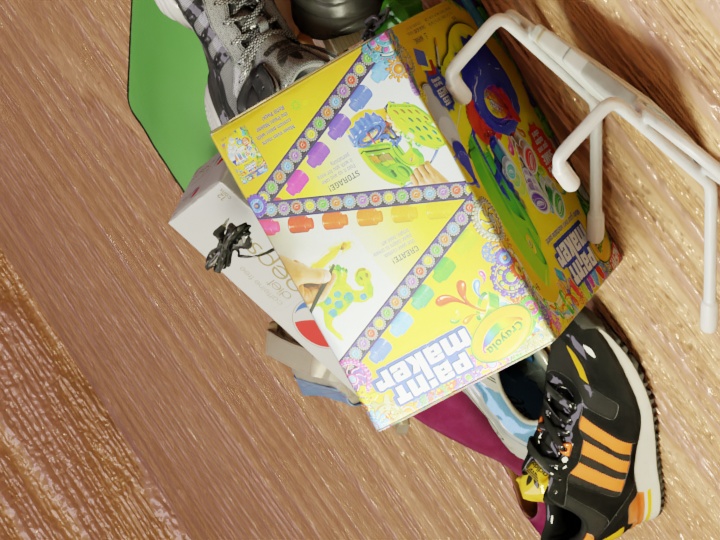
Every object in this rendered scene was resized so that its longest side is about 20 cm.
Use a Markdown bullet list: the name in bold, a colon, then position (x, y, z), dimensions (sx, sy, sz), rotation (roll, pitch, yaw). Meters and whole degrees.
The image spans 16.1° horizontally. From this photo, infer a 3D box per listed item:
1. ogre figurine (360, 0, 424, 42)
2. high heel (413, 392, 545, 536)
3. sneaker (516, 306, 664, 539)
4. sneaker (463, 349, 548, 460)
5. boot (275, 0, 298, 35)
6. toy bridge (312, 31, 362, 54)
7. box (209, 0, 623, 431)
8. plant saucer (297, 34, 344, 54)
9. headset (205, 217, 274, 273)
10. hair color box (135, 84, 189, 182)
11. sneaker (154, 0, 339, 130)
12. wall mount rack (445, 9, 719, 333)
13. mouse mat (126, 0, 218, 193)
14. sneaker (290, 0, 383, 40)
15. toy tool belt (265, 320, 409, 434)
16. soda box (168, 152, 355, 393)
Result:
- **ogre figurine**: position (0.047, -0.068, 1.638), dimensions (0.200, 0.098, 0.120), rotation (45, 150, -9)
- **high heel**: position (0.093, 0.144, 1.872), dimensions (0.201, 0.096, 0.067), rotation (64, 165, -16)
- **sneaker**: position (0.141, 0.113, 1.661), dimensions (0.070, 0.090, 0.201), rotation (46, 160, 43)
- **sneaker**: position (0.082, 0.052, 1.775), dimensions (0.200, 0.072, 0.073), rotation (42, 137, 23)
- **boot**: position (-0.085, -0.177, 1.905), dimensions (0.144, 0.070, 0.202), rotation (76, 167, -45)
- **toy bridge**: position (0.013, -0.080, 1.765), dimensions (0.201, 0.067, 0.027), rotation (62, 165, -12)
- **box**: position (0.038, -0.040, 1.469), dimensions (0.193, 0.122, 0.200), rotation (61, -159, -4)
- **plant saucer**: position (-0.006, -0.081, 1.888), dimensions (0.200, 0.037, 0.200), rotation (53, 164, 23)
- **headset**: position (0.000, 0.000, 1.715), dimensions (0.094, 0.199, 0.124), rotation (134, 144, -56)
- **hair color box**: position (-0.096, -0.092, 1.992), dimensions (0.099, 0.061, 0.200), rotation (26, -154, -50)
- **sneaker**: position (-0.068, -0.157, 1.644), dimensions (0.114, 0.075, 0.201), rotation (16, 131, 56)
- **wall mount rack**: position (0.136, -0.058, 1.393), dimensions (0.174, 0.075, 0.200), rotation (38, -176, -40)
- **mouse mat**: position (-0.134, -0.131, 1.909), dimensions (0.200, 0.007, 0.162), rotation (54, 148, 40)
- **sneaker**: position (-0.048, -0.225, 1.709), dimensions (0.200, 0.076, 0.091), rotation (29, 139, 49)
- **toy tool belt**: position (-0.011, 0.067, 2.030), dimensions (0.124, 0.124, 0.200), rotation (70, 165, -8)
- **soda box**: position (-0.039, -0.003, 1.832), dimensions (0.200, 0.068, 0.064), rotation (43, 129, -16)
